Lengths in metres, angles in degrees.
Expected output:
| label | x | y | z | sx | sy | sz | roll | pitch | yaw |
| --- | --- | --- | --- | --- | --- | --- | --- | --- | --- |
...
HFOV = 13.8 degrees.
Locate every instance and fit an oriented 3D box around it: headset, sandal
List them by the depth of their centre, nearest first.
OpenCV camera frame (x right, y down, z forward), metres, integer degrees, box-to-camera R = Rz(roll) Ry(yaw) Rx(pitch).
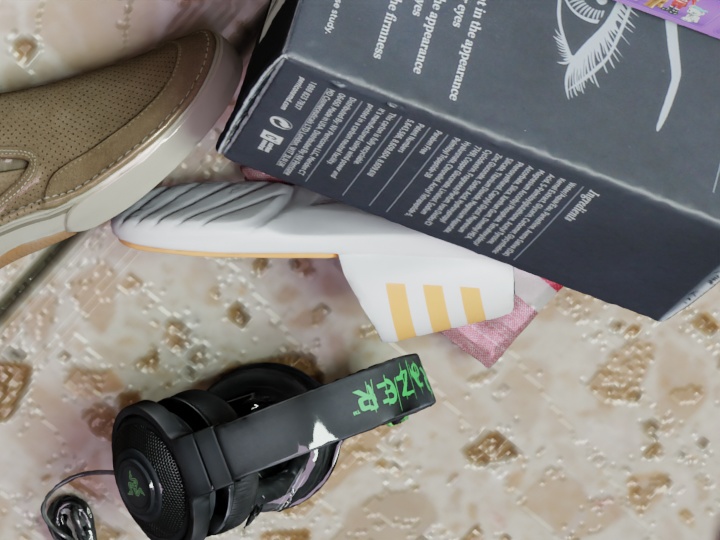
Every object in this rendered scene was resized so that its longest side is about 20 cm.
| label | x | y | z | sx | sy | sz | roll | pitch | yaw |
| --- | --- | --- | --- | --- | --- | --- | --- | --- | --- |
| sandal | 0.000 | -0.003 | 1.248 | 0.207 | 0.079 | 0.059 | 1 | 110 | 3 |
| headset | -0.055 | 0.092 | 1.280 | 0.200 | 0.123 | 0.094 | -21 | 88 | 33 |

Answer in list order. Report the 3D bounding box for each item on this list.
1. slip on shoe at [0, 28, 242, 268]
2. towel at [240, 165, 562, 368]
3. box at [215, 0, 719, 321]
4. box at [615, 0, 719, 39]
| label | x | y | z | sx | sy | sz | roll | pitch | yaw |
| --- | --- | --- | --- | --- | --- | --- | --- | --- | --- |
| slip on shoe | -0.143 | -0.048 | 1.235 | 0.200 | 0.076 | 0.061 | -29 | 119 | 14 |
| towel | 0.065 | -0.072 | 1.277 | 0.144 | 0.023 | 0.200 | 38 | 102 | -17 |
| box | 0.066 | -0.090 | 1.169 | 0.200 | 0.104 | 0.148 | 22 | 66 | -9 |
| box | 0.079 | -0.178 | 1.114 | 0.200 | 0.039 | 0.137 | 18 | 67 | -18 |
